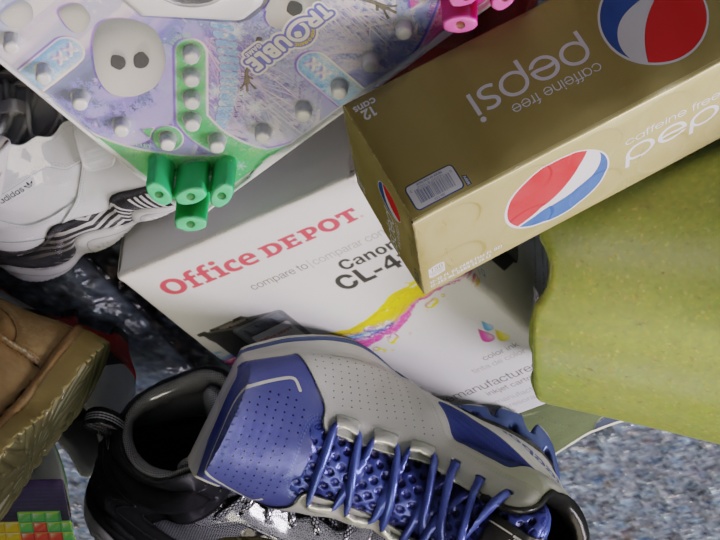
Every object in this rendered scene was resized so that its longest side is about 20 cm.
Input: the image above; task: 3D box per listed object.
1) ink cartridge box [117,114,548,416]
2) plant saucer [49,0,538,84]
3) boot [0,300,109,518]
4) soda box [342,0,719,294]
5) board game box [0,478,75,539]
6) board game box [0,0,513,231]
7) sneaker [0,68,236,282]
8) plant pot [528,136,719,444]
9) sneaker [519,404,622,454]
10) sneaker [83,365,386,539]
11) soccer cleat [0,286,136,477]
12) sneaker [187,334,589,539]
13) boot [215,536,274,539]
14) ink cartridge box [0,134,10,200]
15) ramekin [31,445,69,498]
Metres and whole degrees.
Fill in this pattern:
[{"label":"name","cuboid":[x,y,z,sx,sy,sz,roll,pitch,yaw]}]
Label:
[{"label":"ink cartridge box","cuboid":[0.000,0.000,1.074,0.147,0.086,0.200,-22,138,29]},{"label":"plant saucer","cuboid":[-0.016,-0.160,0.896,0.198,0.037,0.201,9,134,-7]},{"label":"boot","cuboid":[-0.236,0.040,1.010,0.199,0.175,0.066,27,119,5]},{"label":"soda box","cuboid":[0.096,-0.073,0.917,0.199,0.064,0.068,-27,154,-7]},{"label":"board game box","cuboid":[-0.242,0.177,1.046,0.198,0.057,0.166,0,127,-18]},{"label":"board game box","cuboid":[-0.068,-0.123,0.886,0.199,0.026,0.200,-34,122,27]},{"label":"sneaker","cuboid":[-0.140,-0.068,1.005,0.115,0.076,0.199,28,139,-32]},{"label":"plant pot","cuboid":[0.173,0.002,0.992,0.183,0.201,0.201,5,142,10]},{"label":"sneaker","cuboid":[0.069,0.078,1.180,0.199,0.067,0.090,-23,133,28]},{"label":"sneaker","cuboid":[-0.044,0.109,1.094,0.198,0.076,0.114,8,146,5]},{"label":"soccer cleat","cuboid":[-0.203,0.041,1.138,0.199,0.086,0.069,28,136,-28]},{"label":"sneaker","cuboid":[0.031,0.098,1.021,0.198,0.115,0.081,17,103,-27]},{"label":"boot","cuboid":[-0.072,0.194,1.096,0.175,0.066,0.200,-34,162,10]},{"label":"ink cartridge box","cuboid":[-0.244,-0.086,0.951,0.199,0.045,0.177,27,132,11]},{"label":"ramekin","cuboid":[-0.250,0.124,1.163,0.199,0.201,0.098,23,130,-24]}]
